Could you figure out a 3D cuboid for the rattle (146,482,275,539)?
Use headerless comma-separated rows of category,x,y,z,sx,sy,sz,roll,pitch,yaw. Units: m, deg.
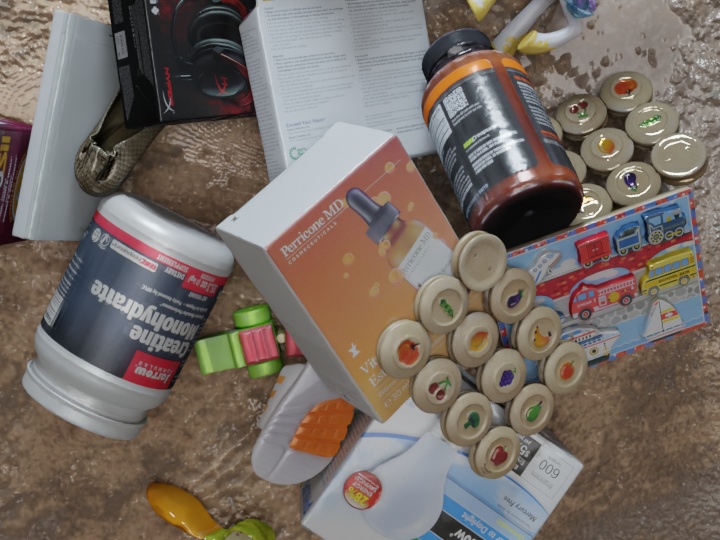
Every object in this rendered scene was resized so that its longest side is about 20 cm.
rattle,-0.161,0.332,1.206,0.141,0.131,0.202,10,122,7

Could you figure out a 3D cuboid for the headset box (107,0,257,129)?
headset box,-0.123,-0.215,1.106,0.198,0.075,0.151,-11,97,-37

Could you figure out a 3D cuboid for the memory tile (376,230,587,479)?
memory tile,0.112,0.077,1.052,0.154,0.017,0.200,-48,120,-10

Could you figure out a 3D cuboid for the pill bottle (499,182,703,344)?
pill bottle,0.216,0.002,1.160,0.198,0.114,0.115,-25,97,1

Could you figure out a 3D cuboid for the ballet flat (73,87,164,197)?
ballet flat,-0.204,-0.156,1.121,0.067,0.047,0.201,25,64,11

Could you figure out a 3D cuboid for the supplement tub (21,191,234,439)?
supplement tub,-0.219,0.041,1.134,0.139,0.140,0.202,27,94,-5

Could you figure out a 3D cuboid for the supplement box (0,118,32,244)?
supplement box,-0.351,-0.084,1.077,0.085,0.200,0.112,13,95,-1

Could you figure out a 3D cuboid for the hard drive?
hard drive,-0.259,-0.129,1.120,0.026,0.132,0.203,14,96,19

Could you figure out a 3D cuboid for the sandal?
sandal,-0.037,0.105,1.144,0.079,0.059,0.208,32,86,-28

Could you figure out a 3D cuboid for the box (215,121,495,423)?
box,0.000,0.000,1.044,0.152,0.106,0.201,-42,118,-15

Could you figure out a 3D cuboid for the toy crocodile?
toy crocodile,-0.065,0.065,1.182,0.197,0.062,0.068,-9,96,-1

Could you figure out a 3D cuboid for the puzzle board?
puzzle board,0.219,0.022,1.096,0.198,0.017,0.152,-19,120,-2

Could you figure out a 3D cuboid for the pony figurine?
pony figurine,0.182,-0.306,1.120,0.199,0.167,0.194,-30,113,10

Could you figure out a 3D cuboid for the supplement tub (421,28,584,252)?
supplement tub,0.119,-0.123,1.090,0.106,0.107,0.202,-19,60,0

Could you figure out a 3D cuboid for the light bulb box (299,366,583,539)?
light bulb box,0.072,0.202,1.171,0.197,0.125,0.201,34,93,-5

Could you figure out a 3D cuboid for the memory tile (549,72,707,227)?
memory tile,0.211,-0.104,1.142,0.198,0.017,0.154,-26,53,0

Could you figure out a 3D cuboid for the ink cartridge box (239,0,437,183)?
ink cartridge box,-0.016,-0.193,1.117,0.195,0.043,0.203,-14,96,-37
